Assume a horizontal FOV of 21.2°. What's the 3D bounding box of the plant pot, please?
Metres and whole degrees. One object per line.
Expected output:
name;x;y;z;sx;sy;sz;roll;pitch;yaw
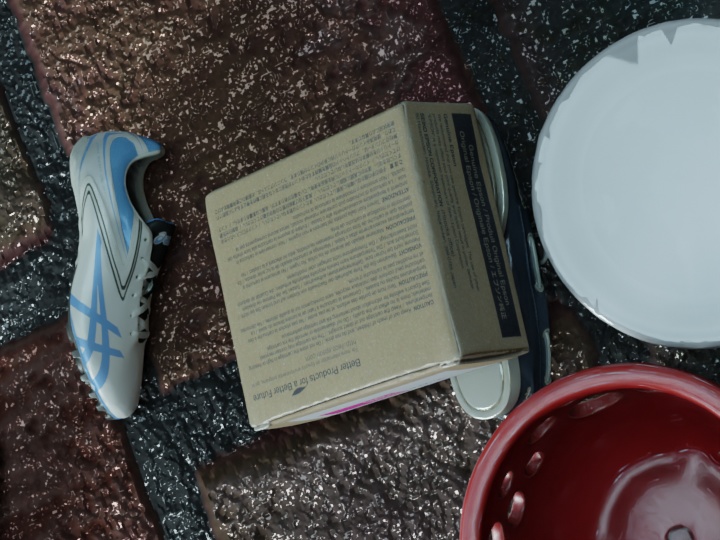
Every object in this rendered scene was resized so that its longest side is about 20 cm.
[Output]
plant pot;0.176;0.157;1.141;0.198;0.182;0.203;-1;86;20

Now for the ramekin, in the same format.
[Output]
ramekin;0.214;-0.049;1.192;0.200;0.094;0.205;-2;85;20

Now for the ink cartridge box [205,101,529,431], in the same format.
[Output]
ink cartridge box;0.000;0.000;1.238;0.199;0.075;0.167;-20;79;43

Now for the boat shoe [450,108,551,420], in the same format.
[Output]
boat shoe;0.089;-0.005;1.245;0.074;0.061;0.202;-18;78;43

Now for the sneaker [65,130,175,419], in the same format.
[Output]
sneaker;-0.165;0.003;1.339;0.072;0.072;0.202;-2;88;11
